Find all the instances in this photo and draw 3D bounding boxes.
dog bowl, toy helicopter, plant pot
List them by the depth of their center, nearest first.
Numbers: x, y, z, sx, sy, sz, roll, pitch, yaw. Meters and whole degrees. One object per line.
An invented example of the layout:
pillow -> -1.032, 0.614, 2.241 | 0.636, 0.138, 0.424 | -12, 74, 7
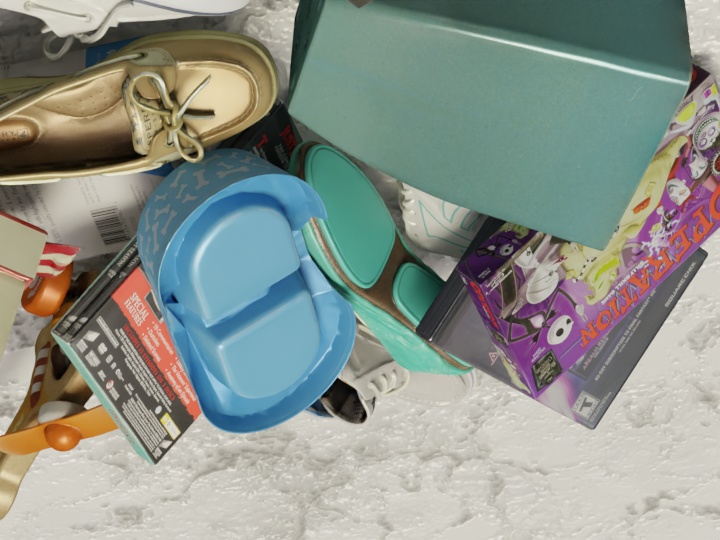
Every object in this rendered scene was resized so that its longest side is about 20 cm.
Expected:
plant pot -> 0.066, -0.127, 1.247 | 0.199, 0.142, 0.142 | 13, 135, -11
dog bowl -> -0.070, 0.010, 1.301 | 0.111, 0.050, 0.200 | -31, 139, -15
toy helicopter -> -0.202, 0.091, 1.431 | 0.079, 0.132, 0.200 | 20, 118, -26

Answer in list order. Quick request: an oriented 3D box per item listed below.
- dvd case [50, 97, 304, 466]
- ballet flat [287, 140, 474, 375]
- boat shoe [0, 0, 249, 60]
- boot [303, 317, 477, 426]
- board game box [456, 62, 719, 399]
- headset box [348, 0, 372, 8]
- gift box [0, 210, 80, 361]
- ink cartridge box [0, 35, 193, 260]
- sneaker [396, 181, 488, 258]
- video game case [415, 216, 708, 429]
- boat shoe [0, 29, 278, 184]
dvd case -> -0.093, 0.007, 1.351 | 0.200, 0.022, 0.146 | -49, 144, -16
ballet flat -> 0.000, 0.000, 1.377 | 0.070, 0.068, 0.200 | -11, 133, 42
boat shoe -> -0.162, -0.159, 1.230 | 0.201, 0.075, 0.086 | 8, 135, -11
boot -> 0.000, 0.071, 1.479 | 0.200, 0.096, 0.074 | 25, 130, -29
board game box -> 0.155, -0.025, 1.367 | 0.200, 0.032, 0.120 | -42, 141, -12
headset box -> -0.027, -0.235, 1.069 | 0.075, 0.201, 0.149 | -32, 130, 27
gift box -> -0.279, 0.030, 1.233 | 0.184, 0.187, 0.200 | 26, 148, -23
ink cartridge box -> -0.209, -0.062, 1.334 | 0.199, 0.068, 0.116 | -11, 137, 5
sneaker -> 0.051, -0.051, 1.374 | 0.080, 0.071, 0.200 | -22, 136, 24
video game case -> 0.133, 0.013, 1.404 | 0.200, 0.019, 0.143 | 29, 96, -49
boat shoe -> -0.143, -0.082, 1.232 | 0.199, 0.063, 0.074 | -14, 113, 7
